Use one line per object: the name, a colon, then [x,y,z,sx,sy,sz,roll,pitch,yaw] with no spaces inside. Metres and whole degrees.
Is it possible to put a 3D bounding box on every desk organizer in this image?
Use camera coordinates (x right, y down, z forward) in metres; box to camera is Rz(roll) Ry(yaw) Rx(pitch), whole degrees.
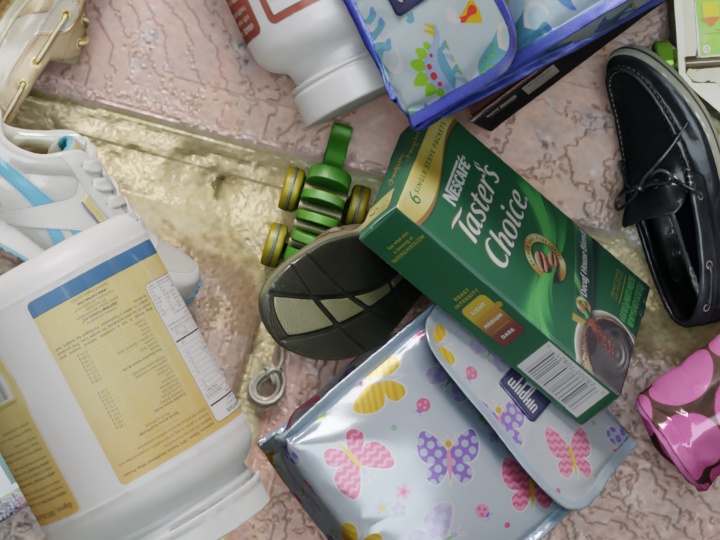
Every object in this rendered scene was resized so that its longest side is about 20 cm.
desk organizer: [0.138,-0.185,1.546,0.200,0.072,0.077,-37,81,10]

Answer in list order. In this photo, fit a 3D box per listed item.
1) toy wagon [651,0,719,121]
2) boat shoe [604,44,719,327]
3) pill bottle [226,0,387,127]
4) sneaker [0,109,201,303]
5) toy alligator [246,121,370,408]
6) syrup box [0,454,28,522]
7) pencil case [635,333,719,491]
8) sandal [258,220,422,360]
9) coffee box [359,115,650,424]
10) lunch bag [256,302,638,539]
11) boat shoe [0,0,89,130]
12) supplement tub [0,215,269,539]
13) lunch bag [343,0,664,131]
toy wagon: [0.274,-0.156,1.590,0.154,0.040,0.201,-4,89,-2]
boat shoe: [0.206,-0.054,1.564,0.062,0.074,0.201,-22,94,-31]
pill bottle: [-0.040,-0.203,1.542,0.112,0.112,0.201,-25,90,-3]
sneaker: [-0.185,-0.039,1.526,0.199,0.077,0.081,28,103,-22]
toy alligator: [-0.038,-0.003,1.565,0.059,0.054,0.201,17,88,-2]
syrup box: [-0.242,0.121,1.541,0.199,0.081,0.079,-31,93,-2]
pencil case: [0.282,0.067,1.563,0.199,0.094,0.091,-33,71,0]
sandal: [0.001,0.001,1.532,0.201,0.057,0.080,-33,110,-46]
coffee box: [0.097,-0.005,1.521,0.200,0.123,0.044,40,128,-13]
lunch bag: [0.061,0.113,1.534,0.200,0.127,0.170,-37,91,-14]
boat shoe: [-0.218,-0.160,1.560,0.069,0.074,0.200,39,87,-24]
supplement tub: [-0.155,0.083,1.435,0.144,0.145,0.201,-28,93,-3]
lunch bag: [0.079,-0.206,1.456,0.199,0.127,0.171,-28,85,11]
